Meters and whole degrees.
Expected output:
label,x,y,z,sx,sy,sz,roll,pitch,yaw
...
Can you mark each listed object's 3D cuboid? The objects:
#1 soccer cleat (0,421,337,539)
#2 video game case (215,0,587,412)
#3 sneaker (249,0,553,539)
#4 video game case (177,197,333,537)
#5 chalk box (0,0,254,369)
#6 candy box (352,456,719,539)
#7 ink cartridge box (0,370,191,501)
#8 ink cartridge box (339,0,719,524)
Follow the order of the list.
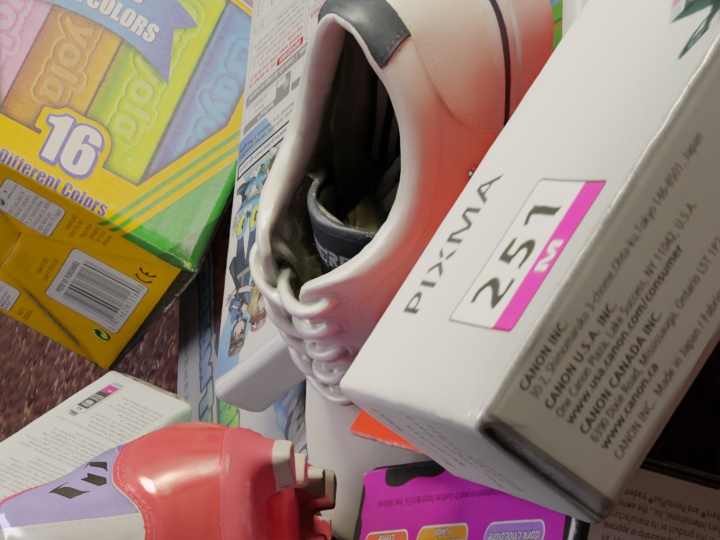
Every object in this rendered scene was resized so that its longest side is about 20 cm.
label,x,y,z,sx,sy,sz,roll,pitch,yaw
soccer cleat,-0.046,0.079,0.765,0.200,0.076,0.067,76,-168,-78
video game case,0.019,-0.073,0.907,0.200,0.022,0.183,-38,39,46
sneaker,0.000,0.000,0.801,0.073,0.071,0.201,35,130,41
video game case,-0.023,0.015,0.994,0.182,0.024,0.200,125,153,-43
chalk box,-0.093,-0.089,1.073,0.200,0.124,0.124,-67,10,-27
candy box,0.032,0.148,0.685,0.136,0.061,0.201,164,120,-67
ink cartridge box,-0.136,0.155,0.973,0.200,0.043,0.197,-31,-41,-60
ink cartridge box,0.063,-0.043,0.685,0.200,0.044,0.173,-57,18,-8
